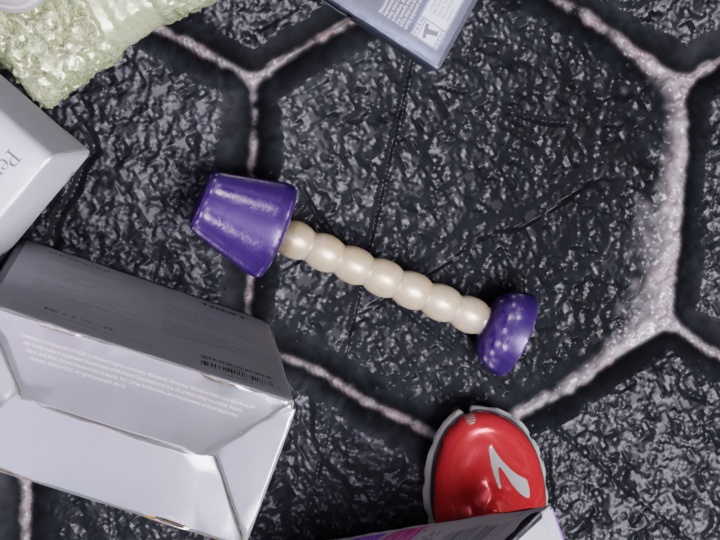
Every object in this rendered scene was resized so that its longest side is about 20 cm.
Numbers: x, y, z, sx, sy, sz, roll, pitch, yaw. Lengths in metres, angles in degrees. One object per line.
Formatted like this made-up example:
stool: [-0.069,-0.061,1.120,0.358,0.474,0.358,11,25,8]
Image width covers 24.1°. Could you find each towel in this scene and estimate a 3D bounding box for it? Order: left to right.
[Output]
towel: [-0.174,-0.203,0.909,0.148,0.036,0.201,-33,101,0]

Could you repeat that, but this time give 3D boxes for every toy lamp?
toy lamp: [0.000,0.000,0.952,0.199,0.058,0.058,25,96,-10]

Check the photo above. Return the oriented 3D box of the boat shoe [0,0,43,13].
boat shoe: [-0.158,-0.228,0.852,0.070,0.069,0.201,19,98,-9]

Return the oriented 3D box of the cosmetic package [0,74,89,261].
cosmetic package: [-0.283,-0.049,0.866,0.200,0.123,0.200,40,94,-5]

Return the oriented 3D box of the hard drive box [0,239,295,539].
hard drive box: [-0.123,0.056,0.873,0.155,0.200,0.077,19,97,-8]

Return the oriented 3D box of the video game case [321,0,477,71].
video game case: [-0.009,-0.214,0.848,0.199,0.019,0.143,30,85,-18]

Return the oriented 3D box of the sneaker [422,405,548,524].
sneaker: [0.081,0.179,0.974,0.077,0.085,0.201,-5,100,-7]

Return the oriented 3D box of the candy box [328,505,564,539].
candy box: [0.033,0.230,0.926,0.199,0.071,0.169,-15,99,35]
